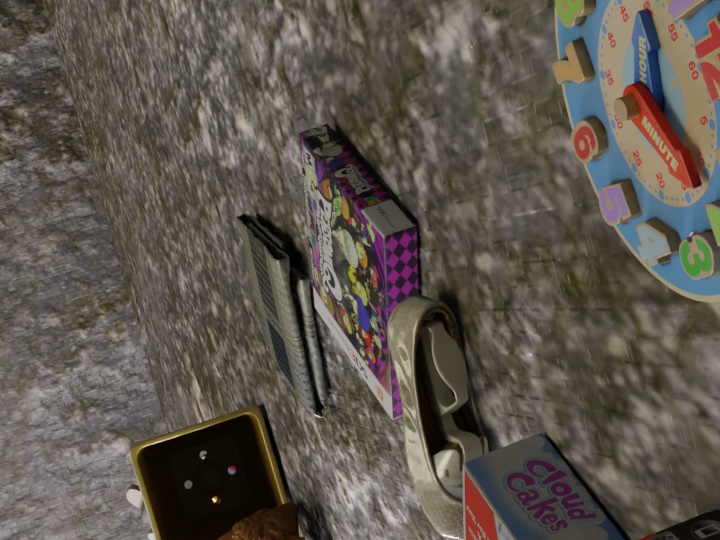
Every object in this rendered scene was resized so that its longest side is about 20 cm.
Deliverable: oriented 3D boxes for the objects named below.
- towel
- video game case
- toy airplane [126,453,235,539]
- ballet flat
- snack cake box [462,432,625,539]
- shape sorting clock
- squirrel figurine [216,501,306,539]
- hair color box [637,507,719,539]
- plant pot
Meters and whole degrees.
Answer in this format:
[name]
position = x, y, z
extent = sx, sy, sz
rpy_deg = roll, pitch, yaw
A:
[towel]
position = -0.088, 0.044, 1.473
extent = 0.193, 0.034, 0.202
rpy_deg = -136, 31, -64
[video game case]
position = 0.000, 0.000, 1.129
extent = 0.182, 0.035, 0.202
rpy_deg = -128, 27, -47
[toy airplane]
position = -0.270, 0.418, 2.101
extent = 0.141, 0.198, 0.201
rpy_deg = -117, 15, -69
[ballet flat]
position = 0.066, 0.118, 0.989
extent = 0.062, 0.067, 0.202
rpy_deg = -14, 93, 63
[snack cake box]
position = 0.139, 0.220, 0.843
extent = 0.200, 0.067, 0.116
rpy_deg = -126, 24, -48
[shape sorting clock]
position = 0.139, -0.082, 0.606
extent = 0.200, 0.039, 0.202
rpy_deg = 163, 90, -73
[squirrel figurine]
position = -0.102, 0.413, 1.684
extent = 0.188, 0.140, 0.200
rpy_deg = 62, 163, 14
[hair color box]
position = 0.201, 0.240, 0.676
extent = 0.101, 0.061, 0.202
rpy_deg = -138, 36, -61
[plant pot]
position = -0.218, 0.314, 1.882
extent = 0.200, 0.193, 0.196
rpy_deg = 160, 93, -82
